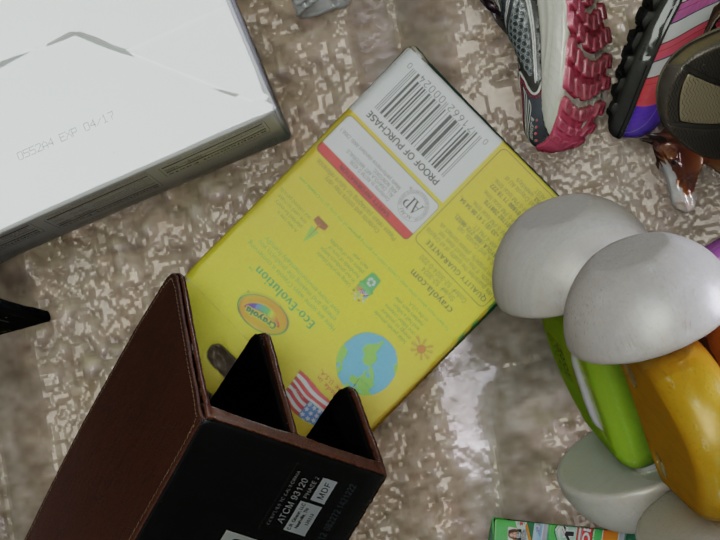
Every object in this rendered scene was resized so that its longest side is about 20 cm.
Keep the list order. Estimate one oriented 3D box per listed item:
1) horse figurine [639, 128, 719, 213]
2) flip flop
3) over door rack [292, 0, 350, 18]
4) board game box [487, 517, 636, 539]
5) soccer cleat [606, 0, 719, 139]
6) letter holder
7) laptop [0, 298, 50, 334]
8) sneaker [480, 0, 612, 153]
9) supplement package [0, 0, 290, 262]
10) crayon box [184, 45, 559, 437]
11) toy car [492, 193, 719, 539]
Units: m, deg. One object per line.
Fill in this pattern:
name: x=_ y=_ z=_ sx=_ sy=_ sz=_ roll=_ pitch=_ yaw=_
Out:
horse figurine: x=0.258 y=-0.042 z=1.287 sx=0.199 sy=0.050 sz=0.134 roll=-20 pitch=89 yaw=6
flip flop: x=0.209 y=-0.120 z=1.255 sx=0.057 sy=0.082 sz=0.200 roll=31 pitch=48 yaw=30
over door rack: x=0.003 y=-0.231 z=1.257 sx=0.066 sy=0.200 sz=0.149 roll=-20 pitch=83 yaw=-33
board game box: x=0.125 y=0.223 z=1.237 sx=0.133 sy=0.029 sz=0.201 roll=5 pitch=59 yaw=0
soccer cleat: x=0.193 y=-0.149 z=1.292 sx=0.073 sy=0.068 sz=0.201 roll=28 pitch=86 yaw=-2
letter holder: x=-0.088 y=0.122 z=1.251 sx=0.100 sy=0.142 sz=0.201 roll=19 pitch=116 yaw=-23
laptop: x=-0.253 y=0.088 z=1.243 sx=0.198 sy=0.177 sz=0.104 roll=-15 pitch=86 yaw=2
sneaker: x=0.081 y=-0.157 z=1.297 sx=0.074 sy=0.081 sz=0.202 roll=-14 pitch=78 yaw=19
supplement package: x=-0.158 y=-0.105 z=1.284 sx=0.199 sy=0.111 sz=0.157 roll=-23 pitch=85 yaw=1
crayon box: x=0.000 y=0.000 z=1.298 sx=0.200 sy=0.051 sz=0.127 roll=-44 pitch=85 yaw=-1
toy car: x=0.165 y=0.043 z=1.217 sx=0.149 sy=0.200 sz=0.176 roll=-26 pitch=111 yaw=-13
